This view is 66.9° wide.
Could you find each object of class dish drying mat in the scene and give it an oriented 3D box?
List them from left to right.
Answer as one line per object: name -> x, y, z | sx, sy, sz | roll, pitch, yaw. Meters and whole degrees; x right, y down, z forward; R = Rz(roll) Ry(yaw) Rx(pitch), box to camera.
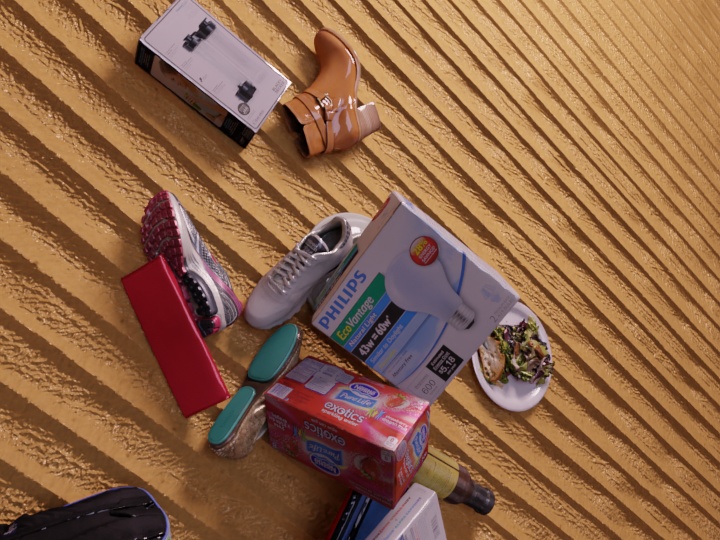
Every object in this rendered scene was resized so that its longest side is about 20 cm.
dish drying mat -> -0.240, 0.086, 0.707 | 0.203, 0.076, 0.018 | 65, 19, 0

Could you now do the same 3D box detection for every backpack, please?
backpack -> -0.293, 0.324, 0.551 | 0.197, 0.182, 0.150 | -14, 107, -34

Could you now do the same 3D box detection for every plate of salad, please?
plate of salad -> 0.285, 0.151, 0.992 | 0.197, 0.048, 0.204 | 8, 73, -27

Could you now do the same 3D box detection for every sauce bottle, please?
sauce bottle -> 0.127, 0.322, 0.849 | 0.199, 0.064, 0.065 | 36, 63, -16

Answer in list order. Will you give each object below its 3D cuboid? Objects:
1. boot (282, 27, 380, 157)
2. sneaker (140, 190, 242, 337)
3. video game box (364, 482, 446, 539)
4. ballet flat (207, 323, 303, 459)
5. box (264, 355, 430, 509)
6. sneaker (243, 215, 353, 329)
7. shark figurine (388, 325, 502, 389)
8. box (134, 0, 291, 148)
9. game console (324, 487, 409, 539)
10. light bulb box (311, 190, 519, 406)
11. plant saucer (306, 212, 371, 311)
boot -> -0.069, -0.292, 0.901 | 0.154, 0.076, 0.203 | -28, 99, -28
sneaker -> -0.230, -0.011, 0.735 | 0.074, 0.080, 0.203 | -24, 91, -58
video game box -> 0.054, 0.430, 0.739 | 0.181, 0.046, 0.203 | -34, 119, -41
ballet flat -> -0.133, 0.168, 0.753 | 0.201, 0.070, 0.066 | -55, 131, -25
box -> -0.018, 0.200, 0.704 | 0.099, 0.197, 0.097 | -37, 133, -48
sneaker -> -0.091, -0.001, 0.777 | 0.076, 0.081, 0.200 | 41, 74, 13
shark figurine -> 0.109, 0.121, 0.870 | 0.129, 0.214, 0.089 | 50, 13, 16
box -> -0.218, -0.297, 0.817 | 0.199, 0.060, 0.118 | 36, 63, -17
game console -> 0.019, 0.377, 0.744 | 0.117, 0.173, 0.202 | 23, 62, 14
light bulb box -> 0.068, 0.035, 0.742 | 0.199, 0.125, 0.199 | 36, 100, -9
plant saucer -> 0.000, 0.000, 0.869 | 0.197, 0.050, 0.204 | 8, 74, -27
